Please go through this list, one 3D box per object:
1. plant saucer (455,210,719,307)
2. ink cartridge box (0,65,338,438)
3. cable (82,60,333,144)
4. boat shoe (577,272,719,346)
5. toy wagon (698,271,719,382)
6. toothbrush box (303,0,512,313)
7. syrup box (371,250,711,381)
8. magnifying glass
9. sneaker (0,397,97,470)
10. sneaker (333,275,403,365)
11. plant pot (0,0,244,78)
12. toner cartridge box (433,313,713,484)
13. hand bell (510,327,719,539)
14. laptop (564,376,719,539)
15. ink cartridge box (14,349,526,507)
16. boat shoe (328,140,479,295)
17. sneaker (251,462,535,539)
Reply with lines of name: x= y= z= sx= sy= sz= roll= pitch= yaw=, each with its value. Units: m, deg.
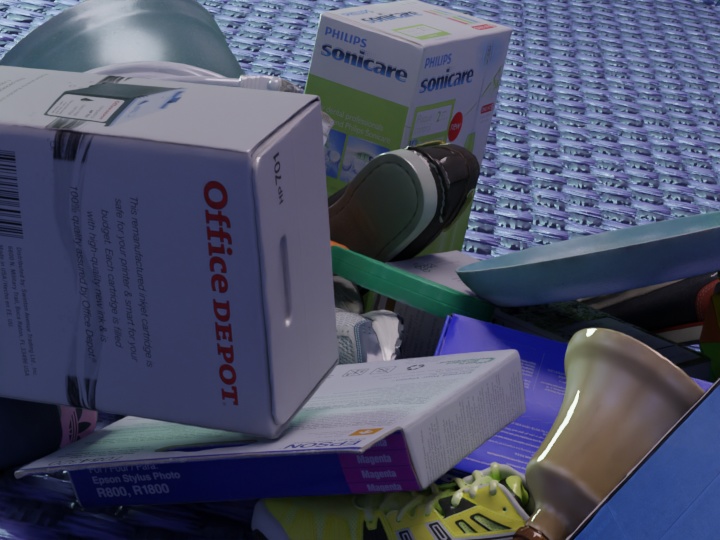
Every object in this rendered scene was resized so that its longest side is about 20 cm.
plant saucer: x=0.154 y=-0.008 z=1.291 sx=0.198 sy=0.028 sz=0.200 roll=-12 pitch=3 yaw=1
ink cartridge box: x=-0.118 y=-0.013 z=1.081 sx=0.198 sy=0.148 sz=0.086 roll=7 pitch=26 yaw=21
cable: x=-0.128 y=-0.026 z=1.302 sx=0.198 sy=0.201 sz=0.069 roll=14 pitch=-18 yaw=11
boat shoe: x=0.159 y=0.024 z=1.441 sx=0.198 sy=0.063 sz=0.071 roll=-10 pitch=-5 yaw=17
toy wagon: x=0.244 y=0.067 z=1.310 sx=0.039 sy=0.156 sz=0.200 roll=-15 pitch=2 yaw=-22
toothbrush box: x=0.019 y=-0.076 z=1.540 sx=0.086 sy=0.202 sz=0.145 roll=19 pitch=17 yaw=24
syrup box: x=0.104 y=0.059 z=1.366 sx=0.199 sy=0.082 sz=0.079 roll=23 pitch=18 yaw=33
magnifying glass: x=0.000 y=0.000 z=1.350 sx=0.079 sy=0.023 sz=0.199 roll=18 pitch=4 yaw=-45
sneaker: x=-0.203 y=0.048 z=1.216 sx=0.081 sy=0.071 sz=0.200 roll=-2 pitch=30 yaw=-24
sneaker: x=-0.031 y=0.054 z=1.328 sx=0.086 sy=0.078 sz=0.200 roll=0 pitch=10 yaw=-17
plant pot: x=-0.141 y=-0.060 z=1.437 sx=0.199 sy=0.201 sz=0.134 roll=-4 pitch=46 yaw=-42
toner cartridge box: x=0.130 y=0.097 z=1.241 sx=0.199 sy=0.096 sz=0.043 roll=15 pitch=-27 yaw=10
hand bell: x=0.075 y=0.132 z=1.016 sx=0.104 sy=0.104 sz=0.200 roll=25 pitch=61 yaw=38
laptop: x=0.223 y=0.144 z=0.973 sx=0.199 sy=0.116 sz=0.187 roll=27 pitch=53 yaw=33
ink cartridge box: x=-0.040 y=0.087 z=1.133 sx=0.195 sy=0.044 sz=0.200 roll=-6 pitch=10 yaw=27
boat shoe: x=0.003 y=-0.023 z=1.434 sx=0.060 sy=0.072 sz=0.201 roll=-20 pitch=-9 yaw=-39
sneaker: x=0.046 y=0.128 z=1.111 sx=0.198 sy=0.077 sz=0.075 roll=9 pitch=19 yaw=-1
